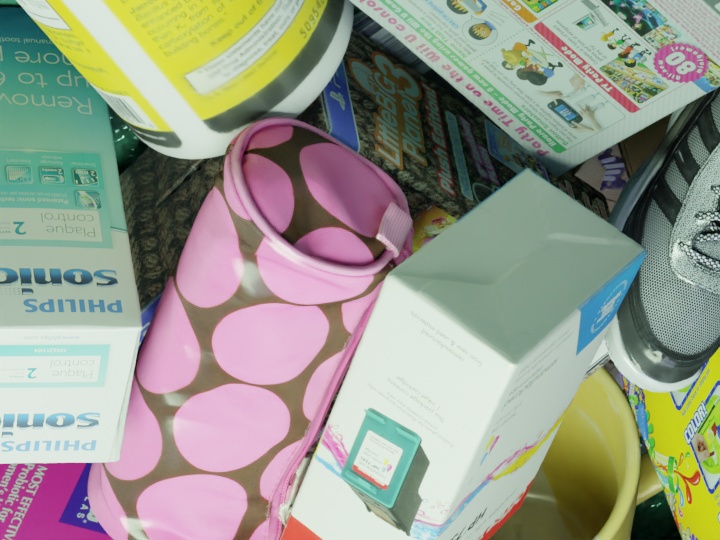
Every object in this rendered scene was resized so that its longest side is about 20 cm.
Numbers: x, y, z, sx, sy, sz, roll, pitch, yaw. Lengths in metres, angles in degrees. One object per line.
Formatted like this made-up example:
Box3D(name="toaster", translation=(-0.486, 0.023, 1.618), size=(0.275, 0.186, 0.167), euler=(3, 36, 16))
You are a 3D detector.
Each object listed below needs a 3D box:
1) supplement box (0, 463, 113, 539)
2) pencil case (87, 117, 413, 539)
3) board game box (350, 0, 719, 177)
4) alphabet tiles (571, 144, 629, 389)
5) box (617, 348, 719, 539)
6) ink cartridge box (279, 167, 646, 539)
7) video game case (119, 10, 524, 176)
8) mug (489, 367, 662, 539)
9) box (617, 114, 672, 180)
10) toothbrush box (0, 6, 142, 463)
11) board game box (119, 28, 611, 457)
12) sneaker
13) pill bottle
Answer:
Box3D(name="supplement box", translation=(-0.196, 0.116, 1.216), size=(0.199, 0.101, 0.104), euler=(13, 137, 10))
Box3D(name="pencil case", translation=(-0.044, 0.036, 1.071), size=(0.093, 0.091, 0.200), euler=(30, 129, 6))
Box3D(name="board game box", translation=(0.105, -0.137, 1.021), size=(0.147, 0.064, 0.200), euler=(38, 134, -26))
Box3D(name="alphabet tiles", translation=(0.104, -0.002, 1.292), size=(0.199, 0.008, 0.167), euler=(16, 130, -28))
Box3D(name="box", translation=(0.251, 0.066, 1.219), size=(0.199, 0.193, 0.122), euler=(-5, 144, -20))
Box3D(name="ink cartridge box", translation=(0.036, 0.068, 1.085), size=(0.116, 0.067, 0.200), euler=(-37, 156, -47))
Box3D(name="video game case", translation=(-0.021, -0.034, 1.213), size=(0.200, 0.019, 0.143), euler=(-32, 130, 20))
Box3D(name="mug", translation=(0.095, 0.128, 1.320), size=(0.186, 0.150, 0.153), euler=(0, 151, 12))
Box3D(name="box", translation=(0.205, -0.075, 1.224), size=(0.163, 0.021, 0.200), euler=(-20, 134, 4))
Box3D(name="toothbrush box", translation=(-0.177, -0.018, 1.066), size=(0.146, 0.200, 0.085), euler=(1, 135, -13))
Box3D(name="board game box", translation=(0.000, 0.000, 1.169), size=(0.200, 0.097, 0.159), euler=(31, 121, -32))
Box3D(name="sneaker", translation=(0.171, -0.040, 1.097), size=(0.075, 0.114, 0.201), euler=(27, 85, -12))
Box3D(name="pill bottle", translation=(-0.095, -0.145, 1.017), size=(0.114, 0.115, 0.200), euler=(-26, 136, 14))
